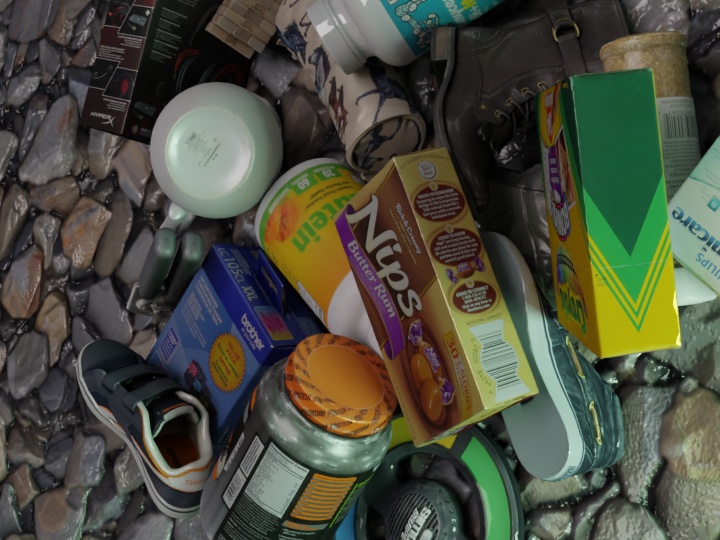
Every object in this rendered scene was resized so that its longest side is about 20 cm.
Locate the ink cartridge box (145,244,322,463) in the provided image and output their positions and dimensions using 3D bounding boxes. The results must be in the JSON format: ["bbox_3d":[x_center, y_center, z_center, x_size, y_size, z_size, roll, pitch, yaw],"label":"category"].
[{"bbox_3d":[-0.116,0.071,1.220,0.201,0.076,0.137,-55,52,28],"label":"ink cartridge box"}]

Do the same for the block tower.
[{"bbox_3d":[-0.075,-0.306,1.261,0.201,0.054,0.058,-57,20,4],"label":"block tower"}]

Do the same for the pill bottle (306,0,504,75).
[{"bbox_3d":[0.053,-0.253,1.107,0.199,0.111,0.112,-32,61,11],"label":"pill bottle"}]

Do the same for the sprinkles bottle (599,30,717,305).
[{"bbox_3d":[0.225,-0.074,0.965,0.068,0.068,0.203,-7,89,38],"label":"sprinkles bottle"}]

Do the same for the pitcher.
[{"bbox_3d":[-0.144,-0.093,1.204,0.121,0.200,0.173,32,96,-4],"label":"pitcher"}]

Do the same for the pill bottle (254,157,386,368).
[{"bbox_3d":[0.000,0.000,1.134,0.112,0.111,0.200,-54,53,18],"label":"pill bottle"}]

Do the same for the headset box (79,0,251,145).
[{"bbox_3d":[-0.188,-0.225,1.309,0.075,0.148,0.202,16,91,39],"label":"headset box"}]

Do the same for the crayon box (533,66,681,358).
[{"bbox_3d":[0.163,-0.042,0.875,0.058,0.200,0.175,-6,94,2],"label":"crayon box"}]

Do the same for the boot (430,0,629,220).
[{"bbox_3d":[0.146,-0.140,1.025,0.172,0.069,0.202,-7,62,10],"label":"boot"}]

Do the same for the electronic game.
[{"bbox_3d":[0.053,0.218,1.092,0.198,0.041,0.203,-9,75,38],"label":"electronic game"}]

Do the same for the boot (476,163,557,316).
[{"bbox_3d":[0.121,-0.021,1.071,0.198,0.067,0.132,3,89,41],"label":"boot"}]

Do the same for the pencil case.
[{"bbox_3d":[-0.011,-0.179,1.201,0.201,0.077,0.090,63,140,29],"label":"pencil case"}]

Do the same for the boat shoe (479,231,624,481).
[{"bbox_3d":[0.142,0.067,1.012,0.071,0.090,0.202,-30,69,37],"label":"boat shoe"}]

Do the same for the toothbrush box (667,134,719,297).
[{"bbox_3d":[0.311,-0.068,0.866,0.201,0.146,0.085,-54,52,17],"label":"toothbrush box"}]

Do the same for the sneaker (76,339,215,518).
[{"bbox_3d":[-0.193,0.127,1.187,0.200,0.078,0.080,50,139,23],"label":"sneaker"}]

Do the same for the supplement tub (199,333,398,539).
[{"bbox_3d":[-0.050,0.156,1.081,0.123,0.122,0.201,55,132,32],"label":"supplement tub"}]

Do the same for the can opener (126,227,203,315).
[{"bbox_3d":[-0.196,-0.004,1.281,0.200,0.053,0.068,127,147,-61],"label":"can opener"}]

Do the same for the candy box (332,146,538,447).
[{"bbox_3d":[0.054,0.022,0.985,0.117,0.056,0.202,-39,69,57],"label":"candy box"}]
